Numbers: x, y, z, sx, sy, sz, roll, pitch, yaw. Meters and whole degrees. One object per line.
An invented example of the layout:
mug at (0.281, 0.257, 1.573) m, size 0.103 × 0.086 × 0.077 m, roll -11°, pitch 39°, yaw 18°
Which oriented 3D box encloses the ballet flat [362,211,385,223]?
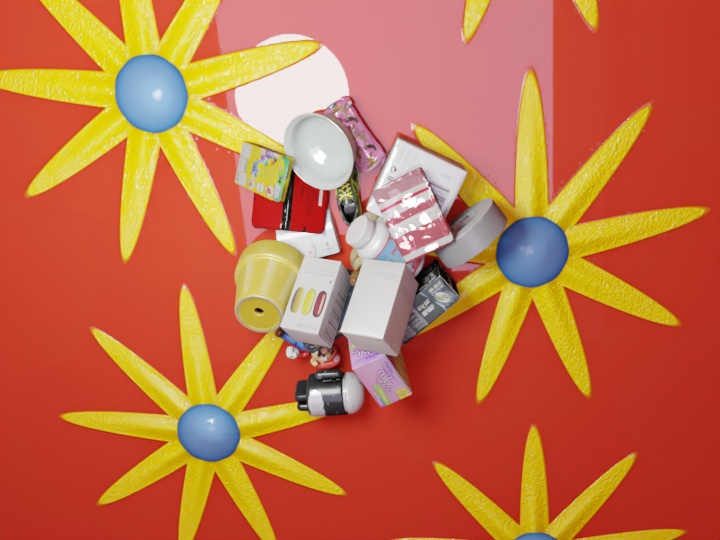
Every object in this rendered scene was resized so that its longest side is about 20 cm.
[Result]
ballet flat at (0.097, -0.113, 1.643) m, size 0.198 × 0.067 × 0.069 m, roll 17°, pitch 89°, yaw -8°

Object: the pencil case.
pencil case at (-0.014, -0.348, 1.583) m, size 0.083 × 0.086 × 0.201 m, roll -37°, pitch 102°, yaw -10°

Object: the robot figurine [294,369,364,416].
robot figurine at (-0.087, 0.354, 1.769) m, size 0.198 × 0.150 × 0.126 m, roll -5°, pitch 77°, yaw 5°

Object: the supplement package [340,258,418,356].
supplement package at (0.050, 0.091, 1.520) m, size 0.119 × 0.121 × 0.202 m, roll 7°, pitch 65°, yaw 26°

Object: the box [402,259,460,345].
box at (0.161, 0.082, 1.654) m, size 0.200 × 0.164 × 0.086 m, roll -41°, pitch 100°, yaw 12°

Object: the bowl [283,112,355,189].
bowl at (-0.086, -0.312, 1.537) m, size 0.199 × 0.090 × 0.203 m, roll 18°, pitch 130°, yaw 22°

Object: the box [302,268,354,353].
box at (-0.081, 0.108, 1.672) m, size 0.199 × 0.159 × 0.051 m, roll -30°, pitch 140°, yaw 11°

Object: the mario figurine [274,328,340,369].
mario figurine at (-0.139, 0.201, 1.737) m, size 0.199 × 0.106 × 0.124 m, roll 35°, pitch 103°, yaw -5°

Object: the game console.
game console at (-0.186, -0.205, 1.645) m, size 0.171 × 0.118 × 0.202 m, roll 4°, pitch 92°, yaw -30°

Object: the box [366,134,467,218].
box at (0.143, -0.216, 1.586) m, size 0.198 × 0.131 × 0.200 m, roll 24°, pitch 106°, yaw -3°

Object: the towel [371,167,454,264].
towel at (0.128, -0.132, 1.502) m, size 0.143 × 0.023 × 0.201 m, roll -25°, pitch 92°, yaw 24°

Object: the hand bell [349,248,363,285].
hand bell at (0.000, 0.000, 1.614) m, size 0.103 × 0.200 × 0.105 m, roll 4°, pitch 109°, yaw 12°

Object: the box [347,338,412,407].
box at (0.046, 0.229, 1.657) m, size 0.096 × 0.201 × 0.176 m, roll -25°, pitch 127°, yaw 10°

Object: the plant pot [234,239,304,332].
plant pot at (-0.246, 0.052, 1.625) m, size 0.199 × 0.190 × 0.202 m, roll 4°, pitch 128°, yaw 5°

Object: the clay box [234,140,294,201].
clay box at (-0.242, -0.253, 1.578) m, size 0.199 × 0.047 × 0.116 m, roll 27°, pitch 108°, yaw 39°

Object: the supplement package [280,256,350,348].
supplement package at (-0.110, 0.082, 1.590) m, size 0.113 × 0.110 × 0.202 m, roll 8°, pitch 67°, yaw 21°

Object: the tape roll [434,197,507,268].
tape roll at (0.278, -0.097, 1.576) m, size 0.200 × 0.200 × 0.066 m, roll -39°, pitch 100°, yaw 13°

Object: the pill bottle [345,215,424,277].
pill bottle at (0.062, -0.056, 1.584) m, size 0.199 × 0.109 × 0.109 m, roll 32°, pitch 107°, yaw -29°

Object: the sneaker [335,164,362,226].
sneaker at (-0.032, -0.211, 1.621) m, size 0.074 × 0.085 × 0.202 m, roll -13°, pitch 106°, yaw 5°

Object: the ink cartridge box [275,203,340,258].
ink cartridge box at (-0.157, -0.128, 1.673) m, size 0.161 × 0.057 × 0.202 m, roll -14°, pitch 109°, yaw 7°
